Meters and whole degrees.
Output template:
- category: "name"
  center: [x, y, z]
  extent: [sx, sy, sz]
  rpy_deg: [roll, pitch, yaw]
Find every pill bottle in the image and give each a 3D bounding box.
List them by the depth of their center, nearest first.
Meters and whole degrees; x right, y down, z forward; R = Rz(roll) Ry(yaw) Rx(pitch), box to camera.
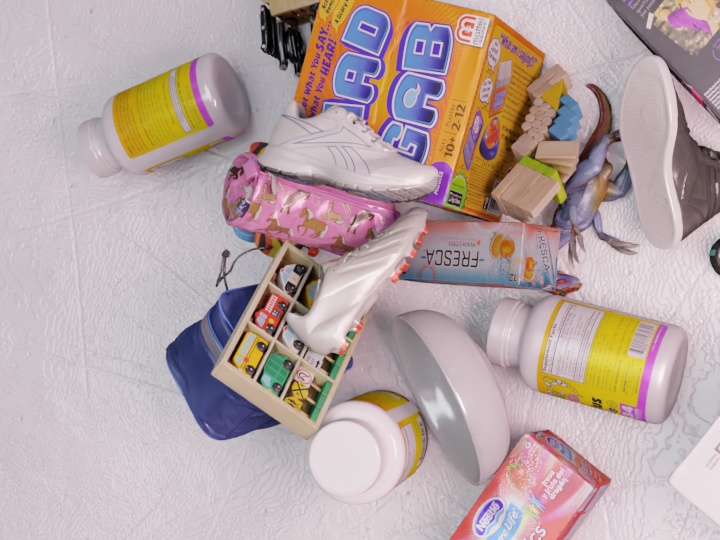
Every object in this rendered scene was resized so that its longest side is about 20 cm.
- category: "pill bottle"
  center: [0.238, 0.088, 1.559]
  extent: [0.198, 0.104, 0.106]
  rpy_deg: [15, 92, 22]
- category: "pill bottle"
  center: [0.005, 0.192, 1.595]
  extent: [0.108, 0.200, 0.111]
  rpy_deg: [0, 90, 13]
- category: "pill bottle"
  center: [-0.241, -0.180, 1.775]
  extent: [0.198, 0.104, 0.105]
  rpy_deg: [-20, 79, 19]

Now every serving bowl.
- category: "serving bowl"
  center: [0.108, 0.127, 1.584]
  extent: [0.065, 0.200, 0.202]
  rpy_deg: [-26, 76, -11]

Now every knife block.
- category: "knife block"
  center: [-0.056, -0.335, 1.735]
  extent: [0.175, 0.064, 0.201]
  rpy_deg: [37, 99, 19]

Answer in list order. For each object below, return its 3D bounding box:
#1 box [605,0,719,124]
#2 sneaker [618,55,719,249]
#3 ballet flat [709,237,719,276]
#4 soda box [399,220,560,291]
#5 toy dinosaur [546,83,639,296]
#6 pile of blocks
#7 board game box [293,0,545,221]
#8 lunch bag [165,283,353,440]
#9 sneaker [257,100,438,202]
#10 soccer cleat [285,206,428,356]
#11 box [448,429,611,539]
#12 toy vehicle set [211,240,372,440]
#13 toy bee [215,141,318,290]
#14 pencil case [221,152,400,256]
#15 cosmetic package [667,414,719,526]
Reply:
- category: "box"
  center: [0.366, -0.238, 1.529]
  extent: [0.106, 0.122, 0.200]
  rpy_deg: [-44, 72, 13]
- category: "sneaker"
  center: [0.331, -0.132, 1.535]
  extent: [0.070, 0.099, 0.202]
  rpy_deg: [9, 115, 51]
- category: "ballet flat"
  center: [0.456, -0.006, 1.507]
  extent: [0.198, 0.068, 0.069]
  rpy_deg: [1, 86, 21]
- category: "soda box"
  center: [0.123, -0.017, 1.601]
  extent: [0.199, 0.063, 0.069]
  rpy_deg: [4, 87, 48]
- category: "toy dinosaur"
  center: [0.247, -0.067, 1.611]
  extent: [0.181, 0.105, 0.201]
  rpy_deg: [-43, 39, 23]
- category: "pile of blocks"
  center: [0.207, -0.127, 1.590]
  extent: [0.081, 0.062, 0.202]
  rpy_deg: [4, 59, 27]
- category: "board game box"
  center: [0.060, -0.181, 1.604]
  extent: [0.198, 0.200, 0.202]
  rpy_deg: [17, 93, 23]
- category: "lunch bag"
  center: [-0.101, 0.092, 1.658]
  extent: [0.132, 0.199, 0.137]
  rpy_deg: [-40, 75, 33]
- category: "sneaker"
  center: [-0.011, -0.121, 1.485]
  extent: [0.198, 0.074, 0.088]
  rpy_deg: [15, 88, 22]
- category: "soccer cleat"
  center: [0.000, 0.000, 1.574]
  extent: [0.077, 0.069, 0.201]
  rpy_deg: [36, 72, 4]
- category: "box"
  center: [0.170, 0.279, 1.584]
  extent: [0.094, 0.102, 0.201]
  rpy_deg: [38, 101, 20]
- category: "toy vehicle set"
  center: [-0.069, 0.072, 1.579]
  extent: [0.124, 0.201, 0.027]
  rpy_deg: [35, 134, -9]
- category: "toy bee"
  center: [-0.097, -0.053, 1.707]
  extent: [0.107, 0.131, 0.202]
  rpy_deg: [13, 72, -4]
- category: "pencil case"
  center: [-0.053, -0.066, 1.620]
  extent: [0.086, 0.198, 0.084]
  rpy_deg: [28, 101, 62]
- category: "cosmetic package"
  center: [0.425, 0.188, 1.435]
  extent: [0.165, 0.200, 0.166]
  rpy_deg: [40, 101, 18]
